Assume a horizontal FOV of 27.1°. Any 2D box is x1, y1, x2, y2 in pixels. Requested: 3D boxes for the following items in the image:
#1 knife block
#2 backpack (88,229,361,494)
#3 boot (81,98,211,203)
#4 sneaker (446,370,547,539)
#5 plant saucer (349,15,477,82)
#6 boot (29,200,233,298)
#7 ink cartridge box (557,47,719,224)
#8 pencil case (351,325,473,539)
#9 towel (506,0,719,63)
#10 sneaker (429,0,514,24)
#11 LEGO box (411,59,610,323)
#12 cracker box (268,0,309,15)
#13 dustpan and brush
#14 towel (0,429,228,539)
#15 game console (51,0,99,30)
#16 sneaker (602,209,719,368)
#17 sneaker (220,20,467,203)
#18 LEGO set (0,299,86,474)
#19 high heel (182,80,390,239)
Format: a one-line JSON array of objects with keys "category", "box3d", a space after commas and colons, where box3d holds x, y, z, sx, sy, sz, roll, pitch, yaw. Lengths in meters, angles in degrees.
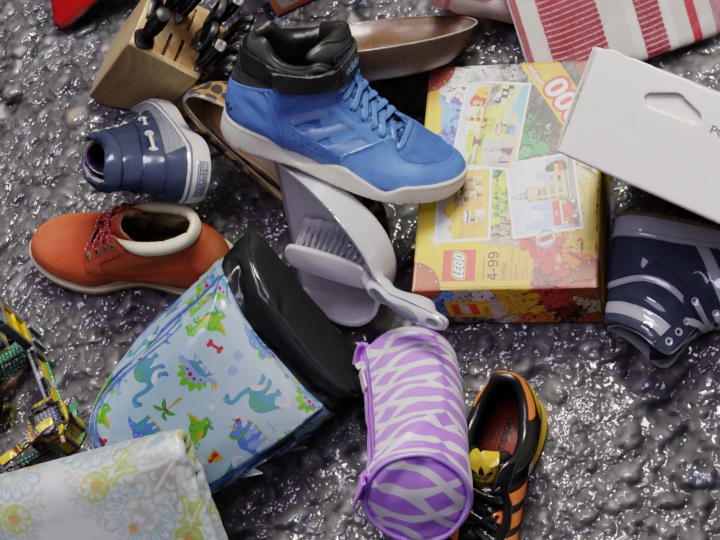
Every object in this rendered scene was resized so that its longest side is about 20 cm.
[{"category": "knife block", "box3d": [-0.179, -0.204, 1.300, 0.198, 0.176, 0.065, 11, 68, 26]}, {"category": "backpack", "box3d": [-0.121, 0.097, 1.174, 0.199, 0.154, 0.164, -32, 101, 19]}, {"category": "boot", "box3d": [-0.197, -0.107, 1.268, 0.200, 0.089, 0.074, -149, 65, -63]}, {"category": "sneaker", "box3d": [0.089, 0.170, 1.110, 0.069, 0.090, 0.202, 8, 68, 19]}, {"category": "plant saucer", "box3d": [0.002, -0.185, 1.267, 0.198, 0.200, 0.033, -3, 105, 14]}, {"category": "boot", "box3d": [-0.207, -0.028, 1.277, 0.198, 0.107, 0.076, 4, 69, 19]}, {"category": "ink cartridge box", "box3d": [0.251, -0.095, 1.117, 0.146, 0.199, 0.084, 27, 103, 25]}, {"category": "pencil case", "box3d": [0.036, 0.114, 1.098, 0.085, 0.200, 0.085, 20, 113, -11]}, {"category": "towel", "box3d": [0.219, -0.247, 1.258, 0.198, 0.023, 0.146, -19, 96, 2]}, {"category": "sneaker", "box3d": [0.141, -0.301, 1.325, 0.104, 0.076, 0.202, 19, 65, 8]}, {"category": "LEGO box", "box3d": [0.126, -0.062, 1.213, 0.147, 0.077, 0.202, -2, 66, 15]}, {"category": "cracker box", "box3d": [-0.050, -0.326, 1.313, 0.133, 0.200, 0.058, -23, 62, 4]}, {"category": "dustpan and brush", "box3d": [0.000, 0.000, 1.164, 0.198, 0.141, 0.057, 19, 45, 34]}, {"category": "towel", "box3d": [-0.178, 0.227, 1.124, 0.169, 0.048, 0.202, -16, 107, 9]}, {"category": "game console", "box3d": [-0.219, -0.346, 1.474, 0.170, 0.119, 0.202, -2, 62, -20]}, {"category": "sneaker", "box3d": [0.280, 0.027, 1.135, 0.198, 0.070, 0.110, 12, 77, 15]}, {"category": "sneaker", "box3d": [-0.005, -0.128, 1.146, 0.198, 0.112, 0.077, 18, 39, 4]}, {"category": "LEGO set", "box3d": [-0.338, 0.110, 1.242, 0.198, 0.116, 0.155, -20, 62, 6]}, {"category": "high heel", "box3d": [-0.063, -0.079, 1.233, 0.072, 0.142, 0.200, -52, 55, 18]}]
